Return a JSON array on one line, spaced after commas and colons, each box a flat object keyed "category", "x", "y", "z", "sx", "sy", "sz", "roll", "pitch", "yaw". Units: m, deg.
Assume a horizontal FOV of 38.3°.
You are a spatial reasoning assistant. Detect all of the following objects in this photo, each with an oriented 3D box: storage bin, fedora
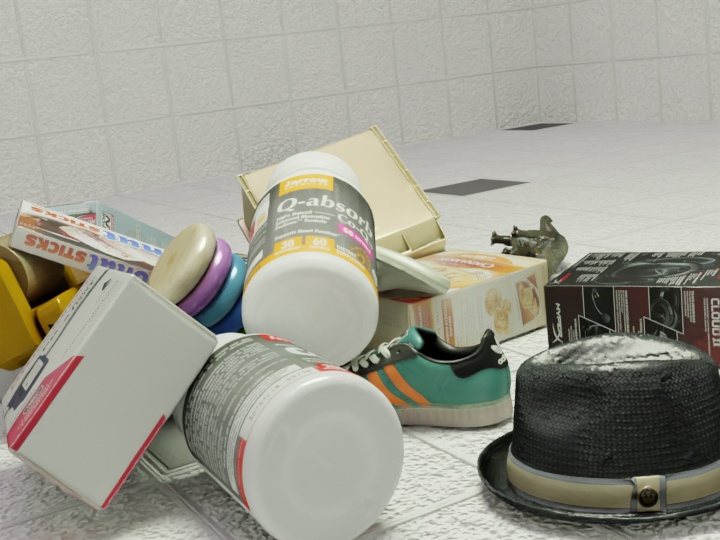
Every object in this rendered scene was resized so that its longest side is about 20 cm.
[{"category": "storage bin", "x": -0.024, "y": -0.053, "z": 1.252, "sx": 0.197, "sy": 0.095, "sz": 0.200, "roll": -21, "pitch": 55, "yaw": -18}, {"category": "fedora", "x": 0.175, "y": 0.096, "z": 0.709, "sx": 0.196, "sy": 0.094, "sz": 0.201, "roll": -6, "pitch": 11, "yaw": 1}]

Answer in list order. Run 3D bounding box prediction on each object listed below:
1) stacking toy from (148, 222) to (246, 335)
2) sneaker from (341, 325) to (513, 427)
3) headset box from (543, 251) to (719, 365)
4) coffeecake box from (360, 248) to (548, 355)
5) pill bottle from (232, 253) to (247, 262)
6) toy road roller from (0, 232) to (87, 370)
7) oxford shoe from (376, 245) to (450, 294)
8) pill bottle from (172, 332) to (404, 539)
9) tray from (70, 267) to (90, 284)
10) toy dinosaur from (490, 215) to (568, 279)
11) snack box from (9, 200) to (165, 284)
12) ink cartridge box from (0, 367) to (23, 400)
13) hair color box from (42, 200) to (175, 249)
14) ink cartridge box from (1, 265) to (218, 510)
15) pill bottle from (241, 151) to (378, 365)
[{"category": "stacking toy", "x": -0.098, "y": 0.046, "z": 0.964, "sx": 0.085, "sy": 0.199, "sz": 0.086, "roll": -37, "pitch": 29, "yaw": 25}, {"category": "sneaker", "x": 0.030, "y": 0.085, "z": 0.877, "sx": 0.196, "sy": 0.082, "sz": 0.071, "roll": -4, "pitch": 14, "yaw": 16}, {"category": "headset box", "x": 0.295, "y": 0.032, "z": 0.999, "sx": 0.197, "sy": 0.079, "sz": 0.148, "roll": 1, "pitch": 14, "yaw": 30}, {"category": "coffeecake box", "x": 0.081, "y": 0.037, "z": 1.110, "sx": 0.198, "sy": 0.075, "sz": 0.152, "roll": -16, "pitch": 15, "yaw": -35}, {"category": "pill bottle", "x": -0.125, "y": 0.043, "z": 1.102, "sx": 0.110, "sy": 0.114, "sz": 0.199, "roll": -11, "pitch": 13, "yaw": -20}, {"category": "toy road roller", "x": -0.264, "y": 0.043, "z": 0.973, "sx": 0.144, "sy": 0.202, "sz": 0.123, "roll": -26, "pitch": 7, "yaw": 13}, {"category": "oxford shoe", "x": 0.000, "y": 0.000, "z": 1.032, "sx": 0.197, "sy": 0.059, "sz": 0.075, "roll": 16, "pitch": -7, "yaw": 29}, {"category": "pill bottle", "x": -0.062, "y": 0.109, "z": 0.736, "sx": 0.112, "sy": 0.116, "sz": 0.199, "roll": -12, "pitch": 13, "yaw": -25}, {"category": "tray", "x": -0.320, "y": 0.021, "z": 1.130, "sx": 0.197, "sy": 0.038, "sz": 0.098, "roll": -9, "pitch": -9, "yaw": 35}, {"category": "toy dinosaur", "x": 0.232, "y": -0.024, "z": 1.371, "sx": 0.101, "sy": 0.079, "sz": 0.199, "roll": 14, "pitch": 15, "yaw": 28}, {"category": "snack box", "x": -0.232, "y": -0.013, "z": 0.991, "sx": 0.197, "sy": 0.025, "sz": 0.072, "roll": 20, "pitch": 16, "yaw": -21}, {"category": "ink cartridge box", "x": -0.314, "y": 0.086, "z": 1.110, "sx": 0.196, "sy": 0.068, "sz": 0.116, "roll": -5, "pitch": 11, "yaw": 8}, {"category": "hair color box", "x": -0.285, "y": -0.021, "z": 1.183, "sx": 0.097, "sy": 0.062, "sz": 0.200, "roll": -5, "pitch": -13, "yaw": 20}, {"category": "ink cartridge box", "x": -0.201, "y": 0.080, "z": 0.801, "sx": 0.146, "sy": 0.084, "sz": 0.199, "roll": -56, "pitch": 18, "yaw": -10}, {"category": "pill bottle", "x": -0.043, "y": -0.016, "z": 0.914, "sx": 0.114, "sy": 0.118, "sz": 0.201, "roll": -6, "pitch": 35, "yaw": 2}]
